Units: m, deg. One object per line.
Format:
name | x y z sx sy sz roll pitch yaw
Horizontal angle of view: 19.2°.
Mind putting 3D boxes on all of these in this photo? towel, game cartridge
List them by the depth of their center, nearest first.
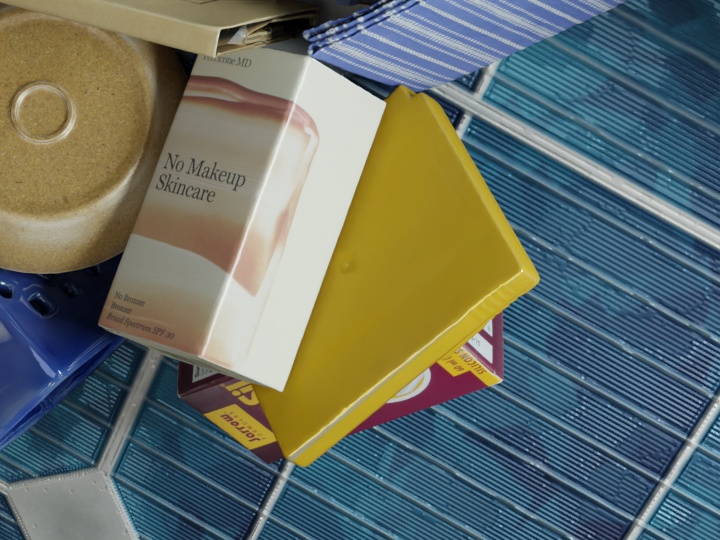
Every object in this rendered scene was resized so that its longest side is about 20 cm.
towel | 0.080 -0.165 1.316 0.199 0.145 0.024 -22 71 28
game cartridge | 0.000 0.000 1.368 0.200 0.177 0.032 -38 145 16

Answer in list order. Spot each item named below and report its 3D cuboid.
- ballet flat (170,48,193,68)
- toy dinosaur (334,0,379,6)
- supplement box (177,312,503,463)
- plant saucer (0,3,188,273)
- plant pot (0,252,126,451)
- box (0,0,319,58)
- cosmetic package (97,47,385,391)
ballet flat | -0.204 -0.132 1.465 0.199 0.073 0.073 -13 111 25
toy dinosaur | -0.014 -0.209 1.374 0.181 0.105 0.200 38 160 -16
supplement box | -0.014 0.047 1.457 0.199 0.086 0.110 -22 138 28
plant saucer | -0.207 -0.100 1.393 0.199 0.035 0.201 1 79 -5
plant pot | -0.273 0.023 1.503 0.180 0.200 0.200 48 122 0
box | -0.147 -0.175 1.356 0.199 0.163 0.021 17 107 17
cosmetic package | -0.075 -0.037 1.359 0.103 0.087 0.201 13 80 41
